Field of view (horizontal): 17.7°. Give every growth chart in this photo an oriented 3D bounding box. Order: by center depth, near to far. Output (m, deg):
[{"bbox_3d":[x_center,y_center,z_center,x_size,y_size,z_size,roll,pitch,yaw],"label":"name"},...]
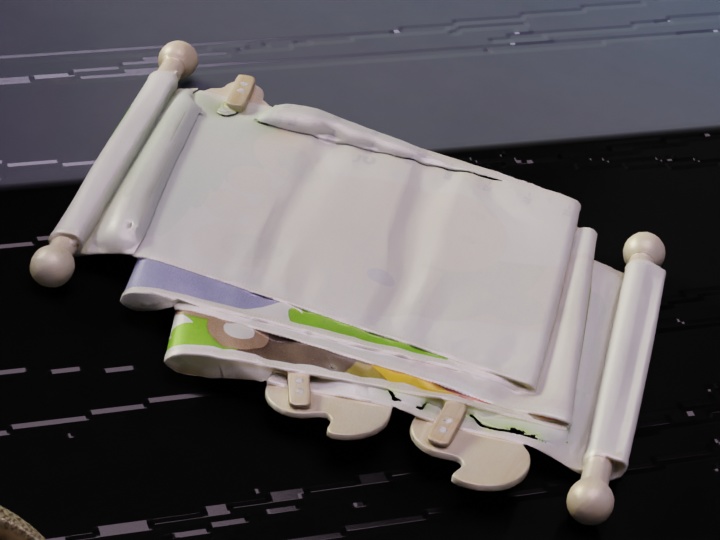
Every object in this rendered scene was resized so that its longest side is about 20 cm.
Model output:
[{"bbox_3d":[0.000,0.000,0.710,0.199,0.018,0.145,22,43,10],"label":"growth chart"}]

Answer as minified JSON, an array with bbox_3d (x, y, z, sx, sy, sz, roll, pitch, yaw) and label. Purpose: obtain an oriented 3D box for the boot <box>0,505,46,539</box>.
[{"bbox_3d":[-0.169,0.077,0.485,0.199,0.155,0.073,0,84,-19],"label":"boot"}]
